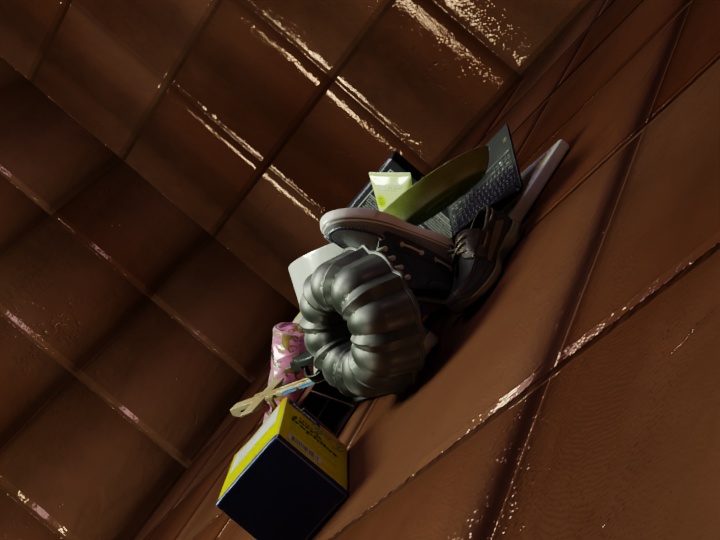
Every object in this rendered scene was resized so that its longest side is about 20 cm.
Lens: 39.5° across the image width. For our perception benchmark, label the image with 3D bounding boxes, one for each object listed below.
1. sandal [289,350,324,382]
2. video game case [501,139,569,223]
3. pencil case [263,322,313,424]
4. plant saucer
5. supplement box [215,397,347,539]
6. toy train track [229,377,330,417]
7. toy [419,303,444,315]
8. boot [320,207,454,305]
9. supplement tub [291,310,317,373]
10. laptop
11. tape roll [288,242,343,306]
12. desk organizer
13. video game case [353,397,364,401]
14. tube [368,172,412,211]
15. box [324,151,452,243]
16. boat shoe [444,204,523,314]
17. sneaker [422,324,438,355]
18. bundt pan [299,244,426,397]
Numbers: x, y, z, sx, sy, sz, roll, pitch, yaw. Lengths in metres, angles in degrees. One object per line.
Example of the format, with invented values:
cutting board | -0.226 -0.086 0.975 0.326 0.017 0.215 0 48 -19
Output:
sandal | -0.057 0.132 1.451 0.075 0.048 0.200 -30 -3 -10
video game case | 0.231 -0.099 1.567 0.200 0.023 0.182 -52 5 -36
pencil case | -0.109 0.182 1.608 0.087 0.083 0.200 -138 53 -74
plant saucer | 0.110 -0.110 1.454 0.200 0.031 0.200 -33 -7 -5
supplement box | -0.090 0.249 1.221 0.109 0.109 0.200 -49 5 4
toy train track | -0.106 0.188 1.492 0.200 0.033 0.115 -23 10 27
toy | 0.116 0.028 1.484 0.115 0.047 0.200 -49 4 -40
boot | 0.041 -0.017 1.322 0.073 0.200 0.090 132 144 -50
supplement tub | -0.051 0.118 1.748 0.145 0.145 0.200 -47 5 33
laptop | 0.156 -0.109 1.541 0.177 0.103 0.200 -45 42 44
tape roll | 0.000 0.000 1.461 0.202 0.071 0.202 -18 -9 -3
desk organizer | -0.064 0.219 1.503 0.077 0.072 0.200 -42 8 46
video game case | -0.007 0.110 1.416 0.019 0.143 0.200 -23 -5 -19
tube | 0.064 -0.063 1.588 0.058 0.200 0.052 -14 24 -4
box | 0.072 -0.084 1.898 0.198 0.200 0.123 -48 5 14
boat shoe | 0.149 -0.017 1.337 0.074 0.073 0.200 -46 5 42
sneaker | 0.041 0.077 1.374 0.077 0.111 0.200 -49 4 7
bundt pan | -0.010 0.073 1.268 0.076 0.202 0.202 -18 -15 -34
